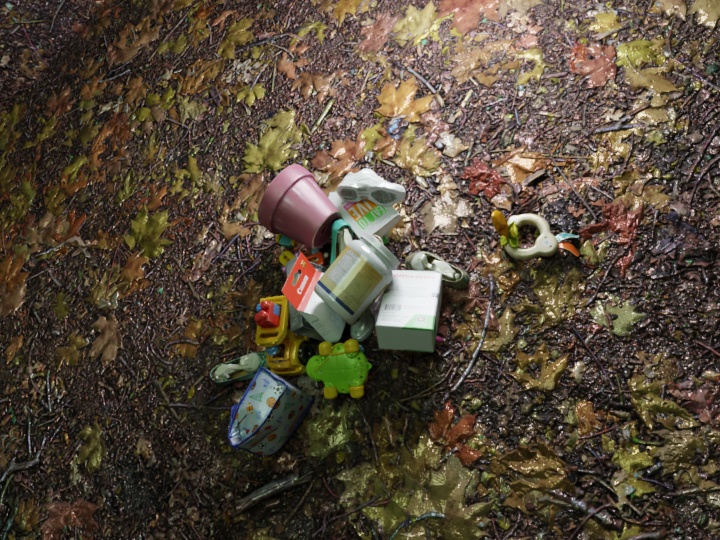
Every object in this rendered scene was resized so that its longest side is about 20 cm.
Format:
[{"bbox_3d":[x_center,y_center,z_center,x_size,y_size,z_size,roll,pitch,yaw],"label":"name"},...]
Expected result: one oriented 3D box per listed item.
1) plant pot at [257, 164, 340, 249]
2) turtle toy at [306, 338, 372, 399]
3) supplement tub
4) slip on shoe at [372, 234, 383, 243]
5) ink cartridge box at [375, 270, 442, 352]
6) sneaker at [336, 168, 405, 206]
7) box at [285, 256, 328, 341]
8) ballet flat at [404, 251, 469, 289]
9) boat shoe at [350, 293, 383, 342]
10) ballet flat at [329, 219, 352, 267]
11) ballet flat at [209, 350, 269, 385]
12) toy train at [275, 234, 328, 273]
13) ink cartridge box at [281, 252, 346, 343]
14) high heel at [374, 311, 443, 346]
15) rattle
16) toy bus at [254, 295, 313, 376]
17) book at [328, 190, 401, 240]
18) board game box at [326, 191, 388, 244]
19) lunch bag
[{"bbox_3d":[-0.160,-0.164,1.744,0.178,0.200,0.202,36,85,14],"label":"plant pot"},{"bbox_3d":[-0.058,0.253,1.619,0.195,0.101,0.150,-7,90,22],"label":"turtle toy"},{"bbox_3d":[-0.007,0.018,1.561,0.144,0.144,0.201,39,87,31],"label":"supplement tub"},{"bbox_3d":[0.000,0.000,1.673,0.075,0.061,0.203,25,79,13],"label":"slip on shoe"},{"bbox_3d":[0.128,0.098,1.563,0.142,0.085,0.202,3,42,15],"label":"ink cartridge box"},{"bbox_3d":[0.035,-0.242,1.725,0.195,0.079,0.101,10,56,15],"label":"sneaker"},{"bbox_3d":[-0.126,0.081,1.687,0.048,0.157,0.205,-25,58,32],"label":"box"},{"bbox_3d":[0.195,-0.011,1.637,0.197,0.075,0.069,24,80,30],"label":"ballet flat"},{"bbox_3d":[0.019,0.087,1.665,0.073,0.086,0.205,22,78,29],"label":"boat shoe"},{"bbox_3d":[-0.048,-0.037,1.712,0.070,0.066,0.206,-173,79,-65],"label":"ballet flat"},{"bbox_3d":[-0.338,0.274,1.752,0.196,0.074,0.076,-25,61,12],"label":"ballet flat"},{"bbox_3d":[-0.170,-0.061,1.829,0.147,0.056,0.203,-24,59,7],"label":"toy train"},{"bbox_3d":[-0.106,0.066,1.636,0.047,0.201,0.162,-23,28,34],"label":"ink cartridge box"},{"bbox_3d":[0.130,0.140,1.612,0.196,0.067,0.098,4,71,35],"label":"high heel"},{"bbox_3d":[0.438,-0.099,1.538,0.197,0.144,0.131,20,58,35],"label":"rattle"},{"bbox_3d":[-0.220,0.165,1.668,0.133,0.191,0.205,-6,67,28],"label":"toy bus"},{"bbox_3d":[0.009,-0.174,1.761,0.133,0.048,0.201,-39,59,-3],"label":"book"},{"bbox_3d":[-0.009,-0.155,1.806,0.195,0.040,0.157,1,69,24],"label":"board game box"},{"bbox_3d":[-0.242,0.375,1.608,0.122,0.170,0.203,25,80,32],"label":"lunch bag"}]
